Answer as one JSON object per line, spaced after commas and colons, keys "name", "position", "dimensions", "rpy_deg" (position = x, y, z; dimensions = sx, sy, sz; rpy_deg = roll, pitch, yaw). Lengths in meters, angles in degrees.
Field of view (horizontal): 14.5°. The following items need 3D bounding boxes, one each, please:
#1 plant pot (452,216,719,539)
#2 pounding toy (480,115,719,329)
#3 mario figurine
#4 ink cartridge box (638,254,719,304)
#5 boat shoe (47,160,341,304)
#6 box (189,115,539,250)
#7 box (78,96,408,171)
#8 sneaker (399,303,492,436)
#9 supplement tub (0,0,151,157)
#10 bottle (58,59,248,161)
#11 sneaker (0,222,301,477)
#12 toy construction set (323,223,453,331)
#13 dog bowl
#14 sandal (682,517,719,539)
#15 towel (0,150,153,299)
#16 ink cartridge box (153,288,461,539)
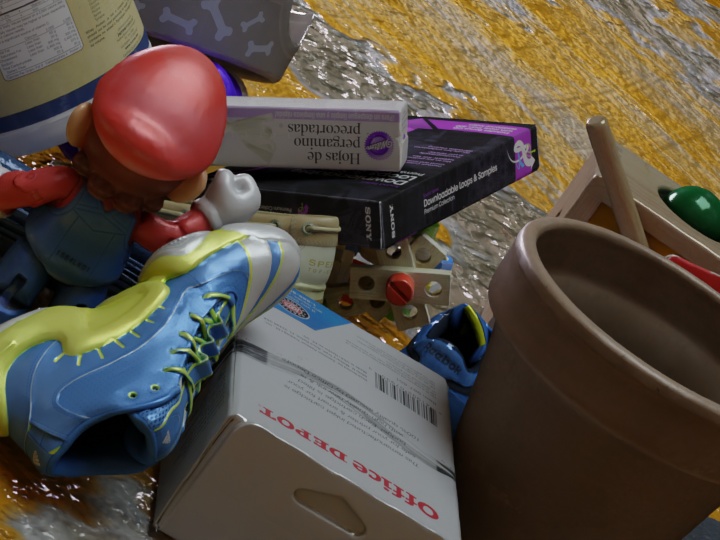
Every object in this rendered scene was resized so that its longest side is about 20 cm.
{"name": "plant pot", "position": [0.132, 0.095, 1.595], "dimensions": [0.200, 0.175, 0.200], "rpy_deg": [27, 22, -12]}
{"name": "pounding toy", "position": [0.183, 0.005, 1.924], "dimensions": [0.184, 0.200, 0.142], "rpy_deg": [34, 20, -3]}
{"name": "mario figurine", "position": [-0.136, -0.037, 1.503], "dimensions": [0.123, 0.200, 0.106], "rpy_deg": [12, 31, -49]}
{"name": "ink cartridge box", "position": [0.163, 0.071, 1.741], "dimensions": [0.116, 0.200, 0.067], "rpy_deg": [23, 22, -30]}
{"name": "boat shoe", "position": [-0.105, -0.033, 1.684], "dimensions": [0.200, 0.063, 0.073], "rpy_deg": [22, 10, 25]}
{"name": "box", "position": [0.004, -0.059, 1.767], "dimensions": [0.143, 0.036, 0.200], "rpy_deg": [6, 20, 30]}
{"name": "box", "position": [-0.072, -0.085, 1.716], "dimensions": [0.199, 0.039, 0.041], "rpy_deg": [2, 13, 5]}
{"name": "sneaker", "position": [0.070, 0.056, 1.811], "dimensions": [0.066, 0.079, 0.200], "rpy_deg": [37, 18, 9]}
{"name": "supplement tub", "position": [-0.217, -0.181, 1.658], "dimensions": [0.144, 0.144, 0.200], "rpy_deg": [-93, 165, -66]}
{"name": "bottle", "position": [-0.129, -0.105, 1.844], "dimensions": [0.065, 0.084, 0.200], "rpy_deg": [38, 16, 10]}
{"name": "sneaker", "position": [-0.101, 0.051, 1.452], "dimensions": [0.200, 0.076, 0.105], "rpy_deg": [-26, 53, -20]}
{"name": "toy construction set", "position": [0.000, 0.000, 1.794], "dimensions": [0.131, 0.092, 0.200], "rpy_deg": [21, 7, -4]}
{"name": "dog bowl", "position": [-0.131, -0.181, 1.950], "dimensions": [0.200, 0.059, 0.200], "rpy_deg": [18, 0, 0]}
{"name": "sandal", "position": [0.182, 0.197, 1.653], "dimensions": [0.076, 0.043, 0.200], "rpy_deg": [30, 29, 8]}
{"name": "towel", "position": [-0.178, -0.020, 1.587], "dimensions": [0.200, 0.049, 0.112], "rpy_deg": [29, -10, -16]}
{"name": "ink cartridge box", "position": [-0.028, 0.098, 1.541], "dimensions": [0.145, 0.084, 0.200], "rpy_deg": [32, 20, -13]}
